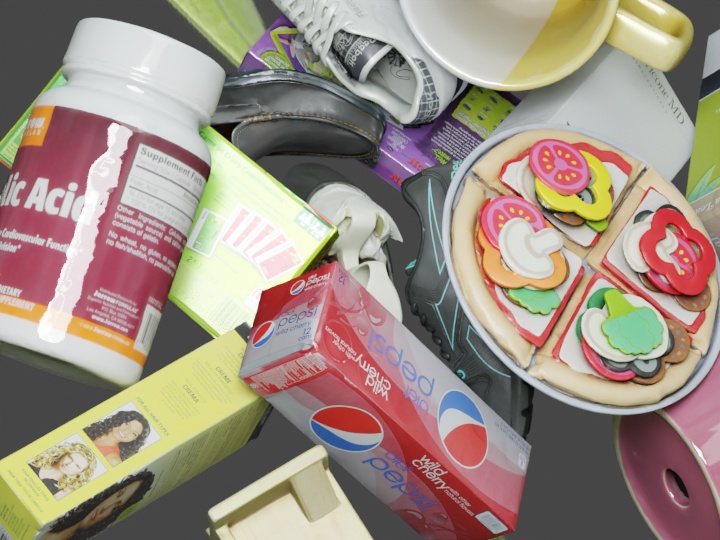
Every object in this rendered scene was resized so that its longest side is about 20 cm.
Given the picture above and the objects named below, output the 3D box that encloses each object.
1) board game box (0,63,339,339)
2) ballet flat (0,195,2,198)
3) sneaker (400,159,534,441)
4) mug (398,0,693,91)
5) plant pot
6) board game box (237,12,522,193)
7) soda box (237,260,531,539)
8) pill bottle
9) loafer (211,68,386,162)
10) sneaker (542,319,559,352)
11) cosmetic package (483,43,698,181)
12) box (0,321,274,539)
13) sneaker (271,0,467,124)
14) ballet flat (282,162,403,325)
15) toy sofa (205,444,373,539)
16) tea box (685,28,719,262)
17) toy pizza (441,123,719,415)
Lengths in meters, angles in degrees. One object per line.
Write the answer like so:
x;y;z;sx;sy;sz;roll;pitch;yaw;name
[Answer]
-0.121;-0.047;1.570;0.200;0.048;0.102;39;86;4;board game box
-0.268;-0.046;1.519;0.199;0.070;0.070;29;49;-5;ballet flat
0.071;0.026;1.601;0.079;0.075;0.202;-4;94;6;sneaker
0.119;-0.195;1.688;0.187;0.149;0.153;58;18;-8;mug
0.270;0.101;1.606;0.178;0.200;0.201;-24;69;-20;plant pot
0.026;-0.120;1.740;0.200;0.032;0.120;37;46;2;board game box
0.018;0.085;1.510;0.200;0.063;0.070;44;43;-31;soda box
-0.155;-0.040;1.485;0.114;0.114;0.201;20;80;-12;pill bottle
-0.081;-0.092;1.647;0.199;0.073;0.073;8;62;-9;loafer
0.149;0.051;1.609;0.072;0.080;0.200;55;29;12;sneaker
0.145;-0.069;1.710;0.102;0.071;0.200;56;47;-15;cosmetic package
-0.134;0.106;1.471;0.200;0.075;0.050;-31;72;-37;box
-0.015;-0.177;1.684;0.200;0.077;0.080;39;35;6;sneaker
0.000;0.000;1.614;0.068;0.068;0.201;-1;57;-26;ballet flat
-0.007;0.212;1.463;0.083;0.098;0.201;-30;72;-12;toy sofa
0.346;-0.070;1.755;0.200;0.133;0.198;36;47;-26;tea box
0.143;-0.007;1.535;0.199;0.032;0.201;13;58;-21;toy pizza
